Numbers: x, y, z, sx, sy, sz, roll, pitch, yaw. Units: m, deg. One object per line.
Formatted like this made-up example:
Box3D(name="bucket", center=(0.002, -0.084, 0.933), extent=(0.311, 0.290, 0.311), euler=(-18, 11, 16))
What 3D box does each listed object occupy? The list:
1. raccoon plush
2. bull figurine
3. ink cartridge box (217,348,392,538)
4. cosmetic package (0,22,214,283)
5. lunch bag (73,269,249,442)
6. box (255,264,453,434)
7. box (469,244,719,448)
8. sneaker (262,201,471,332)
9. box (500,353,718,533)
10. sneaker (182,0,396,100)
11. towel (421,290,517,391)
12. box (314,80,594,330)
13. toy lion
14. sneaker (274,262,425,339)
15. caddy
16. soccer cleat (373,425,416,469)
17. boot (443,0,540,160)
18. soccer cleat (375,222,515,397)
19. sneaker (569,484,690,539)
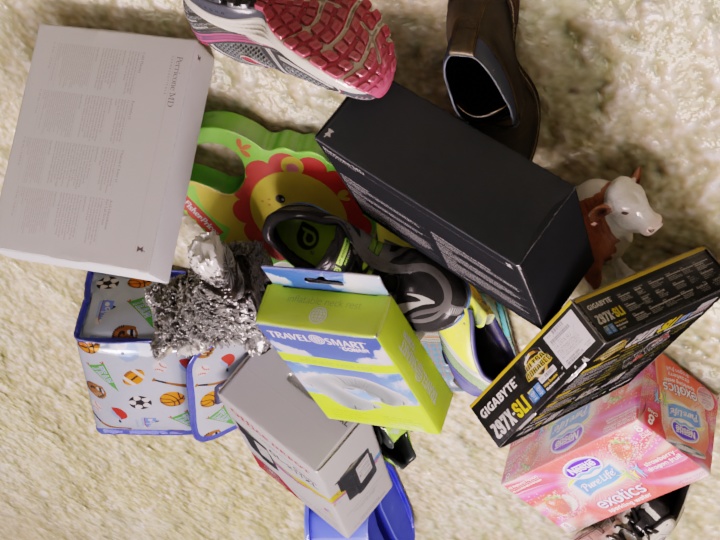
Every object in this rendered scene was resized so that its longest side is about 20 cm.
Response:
Box3D(name="raccoon plush", center=(-0.155, 0.012, 1.082), extent=(0.132, 0.098, 0.201), euler=(-8, 147, 13))
Box3D(name="bull figurine", center=(0.173, -0.023, 1.041), extent=(0.198, 0.065, 0.122), euler=(-4, 126, 34))
Box3D(name="ink cartridge box", center=(-0.056, 0.179, 1.285), extent=(0.145, 0.083, 0.201), euler=(34, 161, 26))
Box3D(name="cosmetic package", center=(-0.218, -0.101, 1.033), extent=(0.149, 0.203, 0.052), euler=(9, 172, 16))
Box3D(name="lunch bag", center=(-0.191, 0.093, 1.294), extent=(0.197, 0.125, 0.171), euler=(2, 138, -2))
Box3D(name="box", center=(-0.006, 0.072, 1.060), extent=(0.120, 0.048, 0.201), euler=(5, 149, 28))
Box3D(name="box", center=(0.205, 0.063, 1.025), extent=(0.050, 0.199, 0.160), euler=(53, 135, 20))
Box3D(name="sneaker", center=(0.000, 0.000, 1.037), extent=(0.198, 0.083, 0.072), euler=(26, 102, 17))
Box3D(name="box", center=(0.244, 0.170, 1.204), extent=(0.102, 0.095, 0.200), euler=(36, 138, -16))
Box3D(name="sneaker", center=(-0.055, -0.186, 0.947), extent=(0.199, 0.081, 0.075), euler=(32, 151, 24))
Box3D(name="towel", center=(0.078, 0.053, 1.206), extent=(0.145, 0.022, 0.201), euler=(1, 135, 22))
Box3D(name="box", center=(0.076, -0.055, 0.952), extent=(0.199, 0.079, 0.141), euler=(34, 173, 26))
Box3D(name="toy lion", center=(-0.088, -0.070, 1.118), extent=(0.190, 0.069, 0.200), euler=(-26, 121, 33))
Box3D(name="sneaker", center=(-0.035, 0.045, 1.177), extent=(0.198, 0.089, 0.076), euler=(14, 141, 29))
Box3D(name="caddy", center=(-0.010, 0.307, 1.431), extent=(0.104, 0.142, 0.201), euler=(-4, 134, 20))
Box3D(name="soccer cleat", center=(0.015, 0.134, 1.266), extent=(0.081, 0.067, 0.201), euler=(44, 166, 40))
Box3D(name="boot", center=(0.094, -0.127, 0.940), extent=(0.074, 0.098, 0.201), euler=(2, 136, 20))
Box3D(name="soccer cleat", center=(0.084, 0.022, 1.084), extent=(0.202, 0.064, 0.083), euler=(61, 151, -7))
Box3D(name="sneaker", center=(0.270, 0.264, 1.234), extent=(0.075, 0.200, 0.088), euler=(39, 134, 13))
